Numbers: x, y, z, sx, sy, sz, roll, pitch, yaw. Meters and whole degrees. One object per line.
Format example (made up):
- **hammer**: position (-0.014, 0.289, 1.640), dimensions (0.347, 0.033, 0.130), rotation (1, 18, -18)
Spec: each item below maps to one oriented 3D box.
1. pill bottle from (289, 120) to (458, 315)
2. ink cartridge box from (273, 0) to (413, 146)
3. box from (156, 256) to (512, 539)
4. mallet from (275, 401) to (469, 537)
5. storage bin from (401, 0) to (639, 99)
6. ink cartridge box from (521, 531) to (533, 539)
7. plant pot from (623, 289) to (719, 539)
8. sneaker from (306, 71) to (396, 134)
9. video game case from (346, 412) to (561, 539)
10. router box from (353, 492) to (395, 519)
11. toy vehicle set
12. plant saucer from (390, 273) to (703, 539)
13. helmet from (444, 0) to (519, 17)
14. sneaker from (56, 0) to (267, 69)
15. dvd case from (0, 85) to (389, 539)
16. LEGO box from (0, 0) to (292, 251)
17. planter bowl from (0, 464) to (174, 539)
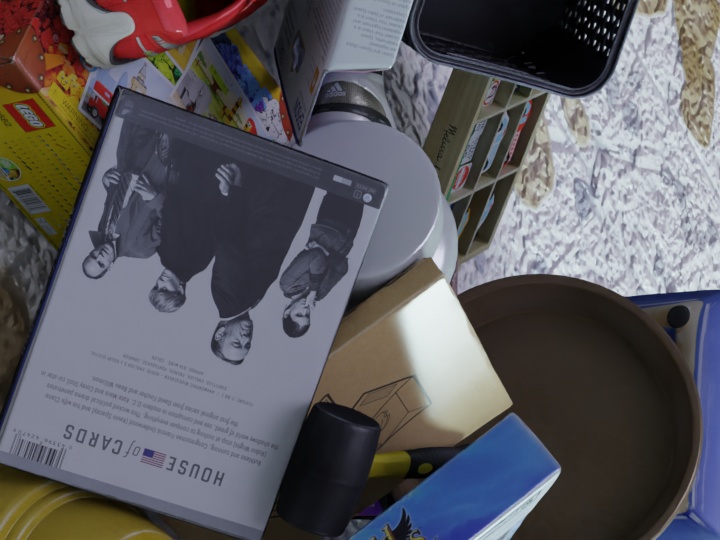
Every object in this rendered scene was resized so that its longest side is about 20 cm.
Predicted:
- **pill bottle**: position (0.000, 0.000, 1.264), dimensions (0.200, 0.114, 0.114), rotation (85, 13, -66)
- **ink cartridge box**: position (0.004, -0.184, 1.206), dimensions (0.196, 0.043, 0.200), rotation (-105, -149, -68)
- **box**: position (-0.017, 0.093, 1.218), dimensions (0.021, 0.200, 0.164), rotation (52, -4, 34)
- **mallet**: position (0.015, 0.115, 1.191), dimensions (0.066, 0.041, 0.200), rotation (-66, 154, 0)
- **storage bin**: position (0.098, -0.216, 1.269), dimensions (0.135, 0.094, 0.200), rotation (12, 104, -22)
- **ink cartridge box**: position (0.062, 0.265, 1.362), dimensions (0.200, 0.084, 0.145), rotation (-53, 133, -33)
- **plant pot**: position (0.198, 0.117, 1.458), dimensions (0.180, 0.200, 0.200), rotation (30, 61, -50)
- **sneaker**: position (0.006, -0.086, 1.355), dimensions (0.201, 0.075, 0.116), rotation (74, 19, -65)
- **video game case**: position (0.006, 0.175, 1.194), dimensions (0.200, 0.181, 0.045), rotation (-35, 77, -19)
- **router box**: position (0.051, 0.093, 1.452), dimensions (0.200, 0.051, 0.150), rotation (13, 75, -55)
- **toy vehicle set**: position (0.081, -0.088, 1.453), dimensions (0.124, 0.026, 0.200), rotation (-28, 144, -55)
- **plant saucer**: position (0.110, 0.099, 1.344), dimensions (0.029, 0.200, 0.201), rotation (78, 18, -67)
- **helmet**: position (0.043, -0.261, 1.390), dimensions (0.200, 0.200, 0.191), rotation (-31, 111, -55)
- **sneaker**: position (-0.073, -0.155, 1.143), dimensions (0.200, 0.085, 0.077), rotation (-44, 120, -51)
- **dvd case**: position (-0.088, 0.024, 1.117), dimensions (0.150, 0.025, 0.200), rotation (19, 93, -15)
- **LEGO box**: position (-0.133, -0.093, 1.187), dimensions (0.200, 0.077, 0.149), rotation (52, 44, -38)
- **planter bowl**: position (-0.135, 0.188, 1.121), dimensions (0.200, 0.083, 0.201), rotation (17, 70, -54)
